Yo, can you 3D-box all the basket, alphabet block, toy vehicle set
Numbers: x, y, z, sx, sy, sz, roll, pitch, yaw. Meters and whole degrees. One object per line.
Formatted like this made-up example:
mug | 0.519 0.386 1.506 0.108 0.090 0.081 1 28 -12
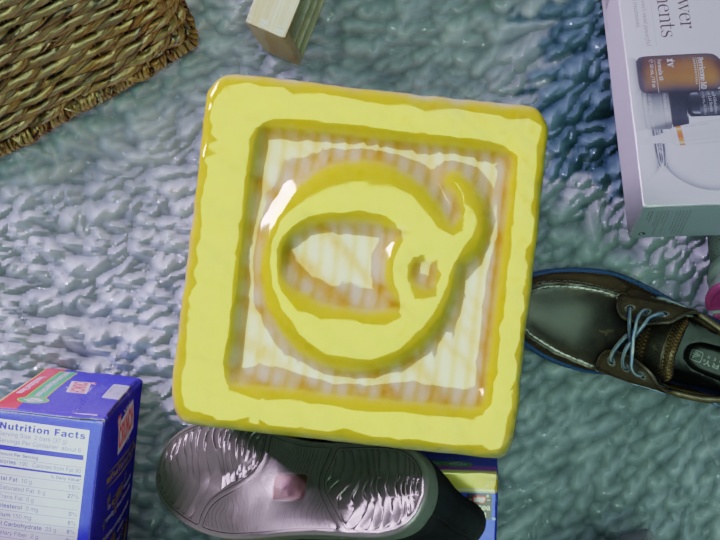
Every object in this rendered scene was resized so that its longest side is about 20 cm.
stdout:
basket | -0.237 -0.191 0.852 0.200 0.149 0.143 -30 59 3
alphabet block | 0.000 0.000 0.778 0.194 0.200 0.197 5 88 1
toy vehicle set | -0.019 -0.237 0.813 0.026 0.124 0.201 22 93 1

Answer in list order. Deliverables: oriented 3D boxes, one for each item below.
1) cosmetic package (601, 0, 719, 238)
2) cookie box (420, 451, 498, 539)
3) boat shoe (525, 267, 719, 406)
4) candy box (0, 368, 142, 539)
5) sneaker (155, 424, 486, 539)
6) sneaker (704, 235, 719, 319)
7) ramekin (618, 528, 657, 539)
cosmetic package | 0.240 -0.122 0.811 0.150 0.052 0.201 -1 67 -1
cookie box | 0.007 0.224 0.857 0.170 0.075 0.201 1 92 3
boat shoe | 0.195 0.044 0.846 0.199 0.072 0.073 13 93 1
candy box | -0.195 0.174 0.813 0.077 0.169 0.201 8 92 -2
sneaker | -0.027 0.146 0.787 0.199 0.106 0.075 3 68 30
sneaker | 0.318 -0.020 0.836 0.199 0.081 0.089 1 65 -14
ramekin | 0.174 0.276 0.801 0.105 0.200 0.201 -24 92 11
